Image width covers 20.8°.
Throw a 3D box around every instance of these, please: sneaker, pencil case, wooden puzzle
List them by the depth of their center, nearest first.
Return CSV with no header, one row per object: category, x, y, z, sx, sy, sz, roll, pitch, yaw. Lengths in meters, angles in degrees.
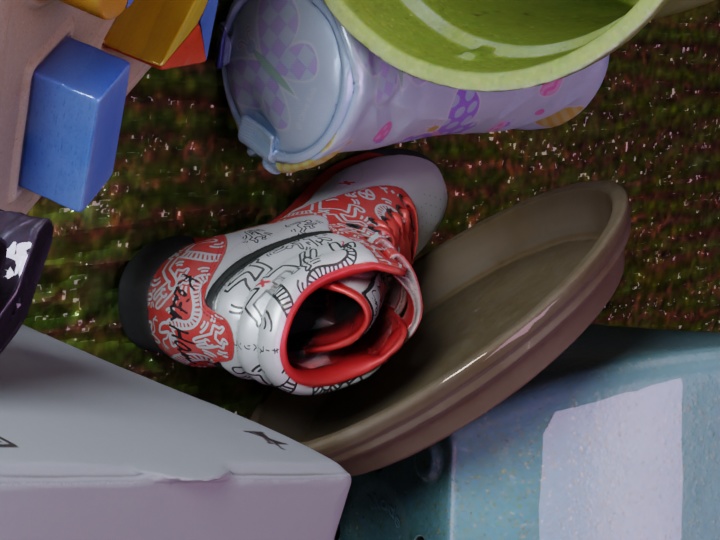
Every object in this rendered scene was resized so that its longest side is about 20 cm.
wooden puzzle,-0.087,-0.104,0.703,0.200,0.046,0.186,-52,165,-46
sneaker,0.000,0.001,0.874,0.201,0.108,0.068,-22,117,-43
pencil case,0.029,-0.097,0.898,0.199,0.083,0.091,-15,118,-45

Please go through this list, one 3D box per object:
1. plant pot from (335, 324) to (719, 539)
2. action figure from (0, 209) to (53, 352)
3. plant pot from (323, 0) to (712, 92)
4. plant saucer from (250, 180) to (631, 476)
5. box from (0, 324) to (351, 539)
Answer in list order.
plant pot,0.087,0.124,0.940,0.199,0.196,0.197,3,89,-34
action figure,-0.196,-0.035,0.593,0.070,0.199,0.130,-60,170,-8
plant pot,0.097,-0.177,0.826,0.184,0.200,0.202,-8,108,-58
plant saucer,0.038,0.028,0.862,0.200,0.200,0.030,-43,104,-31
box,-0.146,0.092,0.645,0.199,0.199,0.131,9,100,-59
